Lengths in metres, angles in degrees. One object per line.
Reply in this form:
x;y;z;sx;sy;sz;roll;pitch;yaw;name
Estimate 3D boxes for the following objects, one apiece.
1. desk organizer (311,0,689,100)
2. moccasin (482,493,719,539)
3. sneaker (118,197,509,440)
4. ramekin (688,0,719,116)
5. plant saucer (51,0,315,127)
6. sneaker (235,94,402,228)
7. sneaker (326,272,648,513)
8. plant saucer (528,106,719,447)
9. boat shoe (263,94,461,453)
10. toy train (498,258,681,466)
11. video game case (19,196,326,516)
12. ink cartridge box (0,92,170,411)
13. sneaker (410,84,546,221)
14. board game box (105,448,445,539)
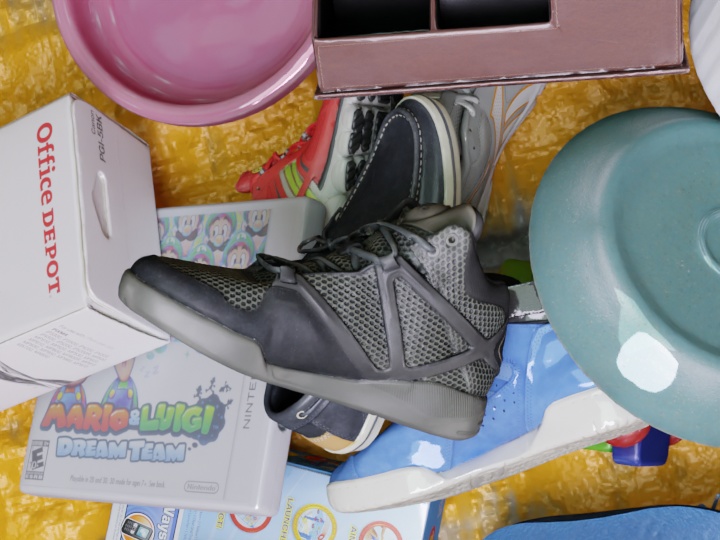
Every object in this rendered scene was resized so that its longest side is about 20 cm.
0.072;-0.149;0.796;0.200;0.072;0.077;-3;124;9;desk organizer
0.164;0.160;0.825;0.200;0.068;0.081;2;83;36;moccasin
-0.013;0.004;0.717;0.199;0.076;0.114;17;97;-20;sneaker
0.271;-0.135;0.773;0.200;0.098;0.201;4;67;-9;ramekin
-0.094;-0.187;0.925;0.200;0.051;0.201;-1;86;16;plant saucer
-0.033;-0.058;0.902;0.085;0.077;0.200;16;91;23;sneaker
0.058;0.060;0.814;0.200;0.077;0.111;-25;73;30;sneaker
0.187;-0.007;0.771;0.200;0.036;0.200;7;63;-14;plant saucer
0.000;0.000;0.794;0.075;0.062;0.200;25;97;56;boat shoe
0.132;0.008;0.861;0.116;0.085;0.200;4;86;30;toy train
-0.116;0.049;0.886;0.200;0.024;0.182;-3;72;37;video game case
-0.223;0.003;0.904;0.200;0.083;0.147;-21;61;23;ink cartridge box
0.060;-0.097;0.866;0.076;0.092;0.200;17;92;15;sneaker
-0.064;0.209;0.912;0.196;0.056;0.200;13;92;14;board game box
